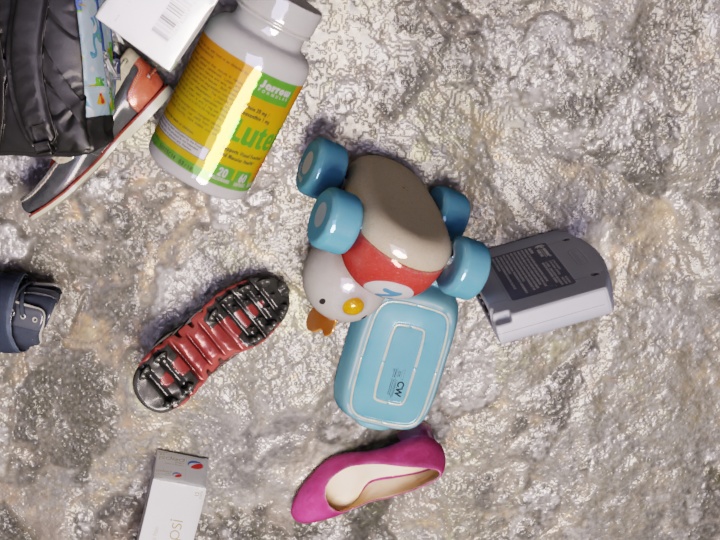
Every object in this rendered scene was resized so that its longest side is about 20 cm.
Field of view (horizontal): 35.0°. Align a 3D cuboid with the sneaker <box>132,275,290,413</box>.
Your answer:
[{"bbox_3d":[-0.164,0.075,1.239,0.200,0.098,0.071,-39,98,-15],"label":"sneaker"}]

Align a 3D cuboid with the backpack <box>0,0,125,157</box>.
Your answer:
[{"bbox_3d":[-0.302,-0.219,1.066,0.161,0.154,0.202,0,113,19],"label":"backpack"}]

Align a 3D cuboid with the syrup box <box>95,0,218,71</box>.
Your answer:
[{"bbox_3d":[-0.177,-0.254,1.041,0.081,0.200,0.079,35,105,-15],"label":"syrup box"}]

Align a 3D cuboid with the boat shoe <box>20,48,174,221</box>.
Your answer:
[{"bbox_3d":[-0.276,-0.133,1.147,0.200,0.071,0.063,-43,106,8],"label":"boat shoe"}]

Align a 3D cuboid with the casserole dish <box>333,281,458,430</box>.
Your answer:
[{"bbox_3d":[0.041,0.099,1.284,0.120,0.039,0.202,13,110,-10],"label":"casserole dish"}]

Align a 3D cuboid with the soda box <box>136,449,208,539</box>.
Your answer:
[{"bbox_3d":[-0.228,0.314,1.322,0.063,0.068,0.202,12,109,-10],"label":"soda box"}]

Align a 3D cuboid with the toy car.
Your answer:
[{"bbox_3d":[0.000,0.000,1.183,0.183,0.178,0.201,18,121,-24],"label":"toy car"}]

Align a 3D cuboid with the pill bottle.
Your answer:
[{"bbox_3d":[-0.119,-0.182,1.122,0.110,0.111,0.201,26,106,-14],"label":"pill bottle"}]

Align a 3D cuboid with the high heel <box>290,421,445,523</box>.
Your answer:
[{"bbox_3d":[0.008,0.250,1.305,0.198,0.096,0.068,-26,111,5],"label":"high heel"}]

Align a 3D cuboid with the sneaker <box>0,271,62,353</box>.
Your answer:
[{"bbox_3d":[-0.385,-0.003,1.174,0.144,0.077,0.204,2,121,6],"label":"sneaker"}]

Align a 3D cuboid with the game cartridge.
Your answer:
[{"bbox_3d":[0.186,0.012,1.177,0.132,0.200,0.041,-20,109,3],"label":"game cartridge"}]
